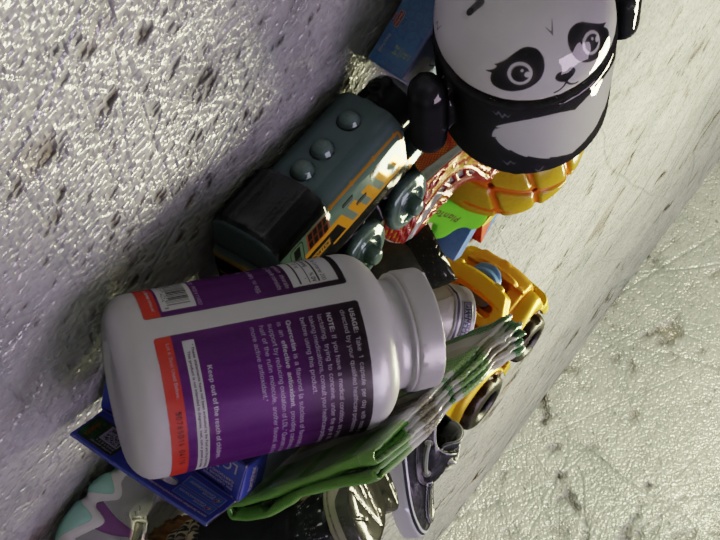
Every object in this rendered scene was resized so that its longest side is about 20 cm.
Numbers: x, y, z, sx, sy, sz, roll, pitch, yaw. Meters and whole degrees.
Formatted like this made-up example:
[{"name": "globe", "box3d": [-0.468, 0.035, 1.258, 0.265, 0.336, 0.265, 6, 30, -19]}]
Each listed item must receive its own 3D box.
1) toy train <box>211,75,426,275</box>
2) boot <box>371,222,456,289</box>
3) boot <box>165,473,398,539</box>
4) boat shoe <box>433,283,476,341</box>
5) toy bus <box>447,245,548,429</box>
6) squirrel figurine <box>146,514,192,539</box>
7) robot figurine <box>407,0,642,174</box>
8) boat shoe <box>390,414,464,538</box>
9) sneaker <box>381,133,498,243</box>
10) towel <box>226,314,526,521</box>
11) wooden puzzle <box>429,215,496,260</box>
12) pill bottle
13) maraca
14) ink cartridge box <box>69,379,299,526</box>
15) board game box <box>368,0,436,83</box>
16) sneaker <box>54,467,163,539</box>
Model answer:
[{"name": "toy train", "box3d": [-0.024, -0.047, 0.982, 0.200, 0.085, 0.114, -48, 154, -26]}, {"name": "boot", "box3d": [0.000, 0.000, 1.180, 0.130, 0.068, 0.200, -28, -169, 1]}, {"name": "boot", "box3d": [-0.056, 0.176, 1.041, 0.153, 0.074, 0.204, -22, -176, 9]}, {"name": "boat shoe", "box3d": [0.030, 0.032, 1.259, 0.200, 0.069, 0.071, -164, -98, -68]}, {"name": "toy bus", "box3d": [0.096, 0.052, 1.459, 0.200, 0.135, 0.192, -51, 161, -13]}, {"name": "squirrel figurine", "box3d": [-0.088, 0.211, 1.205, 0.200, 0.141, 0.187, -52, 165, -5]}, {"name": "robot figurine", "box3d": [0.111, -0.141, 0.963, 0.200, 0.124, 0.151, 75, 35, -68]}, {"name": "boat shoe", "box3d": [0.057, 0.151, 1.244, 0.072, 0.067, 0.201, -75, 161, -62]}, {"name": "sneaker", "box3d": [0.059, -0.095, 1.123, 0.200, 0.077, 0.073, -33, 145, -39]}, {"name": "towel", "box3d": [0.015, 0.103, 0.963, 0.149, 0.031, 0.200, -27, -173, 41]}, {"name": "wooden puzzle", "box3d": [0.122, -0.084, 1.408, 0.186, 0.046, 0.200, -61, 164, 19]}, {"name": "pill bottle", "box3d": [-0.053, 0.054, 0.874, 0.199, 0.113, 0.113, -10, 147, -16]}, {"name": "maraca", "box3d": [0.119, -0.096, 1.265, 0.137, 0.107, 0.200, 18, 130, -43]}, {"name": "ink cartridge box", "box3d": [-0.087, 0.080, 0.966, 0.200, 0.119, 0.042, -39, 153, -47]}, {"name": "board game box", "box3d": [0.086, -0.202, 1.066, 0.152, 0.037, 0.200, -58, 164, 10]}, {"name": "sneaker", "box3d": [-0.168, 0.243, 1.019, 0.201, 0.140, 0.078, -55, 165, 1]}]
